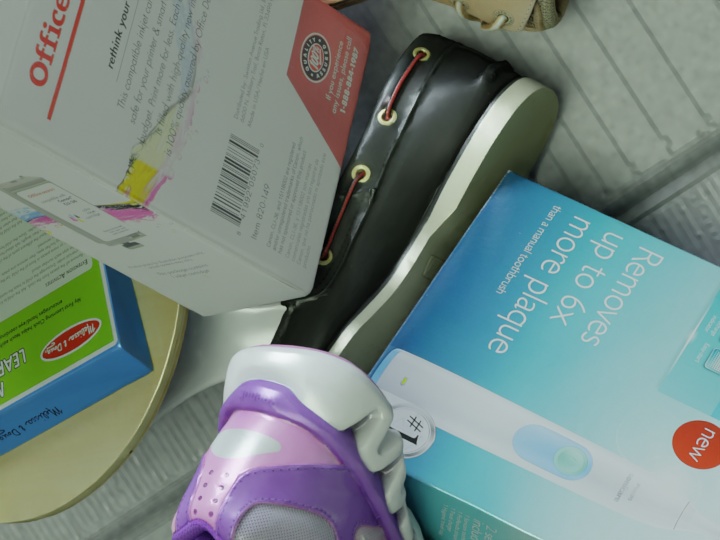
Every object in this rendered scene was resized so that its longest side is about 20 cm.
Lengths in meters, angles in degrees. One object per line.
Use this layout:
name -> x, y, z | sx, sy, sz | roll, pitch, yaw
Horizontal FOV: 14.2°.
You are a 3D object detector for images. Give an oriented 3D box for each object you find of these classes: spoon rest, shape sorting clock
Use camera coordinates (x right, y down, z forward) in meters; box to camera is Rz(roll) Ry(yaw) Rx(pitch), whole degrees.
spoon rest -> -0.082, 0.025, 1.210 | 0.200, 0.061, 0.099 | -7, 99, 23
shape sorting clock -> -0.143, 0.005, 1.197 | 0.200, 0.039, 0.200 | -10, 74, 40

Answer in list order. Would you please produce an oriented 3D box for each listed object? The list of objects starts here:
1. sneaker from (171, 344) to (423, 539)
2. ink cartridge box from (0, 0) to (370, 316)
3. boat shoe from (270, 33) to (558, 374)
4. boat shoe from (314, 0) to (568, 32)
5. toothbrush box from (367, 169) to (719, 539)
sneaker -> -0.010, 0.124, 1.039 | 0.080, 0.088, 0.200 | 1, 133, 38
ink cartridge box -> -0.097, -0.077, 1.071 | 0.067, 0.200, 0.117 | -10, 58, 45
boat shoe -> 0.001, 0.001, 1.137 | 0.063, 0.074, 0.201 | 29, 84, 21
boat shoe -> 0.057, -0.122, 1.113 | 0.200, 0.071, 0.065 | -15, 96, 23
toothbrush box -> 0.106, 0.074, 1.088 | 0.200, 0.146, 0.085 | 27, 147, 15
